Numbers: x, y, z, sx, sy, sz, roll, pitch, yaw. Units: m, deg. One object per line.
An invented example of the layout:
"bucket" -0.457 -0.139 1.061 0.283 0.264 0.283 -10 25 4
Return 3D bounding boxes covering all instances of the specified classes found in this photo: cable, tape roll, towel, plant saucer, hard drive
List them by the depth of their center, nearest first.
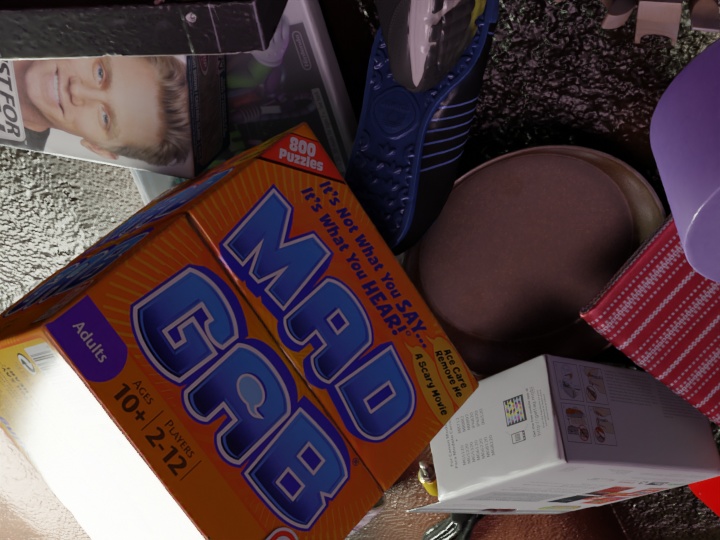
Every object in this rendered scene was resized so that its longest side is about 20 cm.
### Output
"tape roll" 0.282 -0.073 0.637 0.200 0.085 0.200 -7 152 -4
"hard drive" -0.138 -0.178 0.640 0.200 0.140 0.038 0 134 12
"plant saucer" 0.125 -0.008 0.786 0.200 0.035 0.201 -4 122 -7
"towel" 0.277 0.033 0.795 0.200 0.022 0.145 36 102 -21
"cable" 0.105 0.232 1.073 0.097 0.050 0.200 -7 147 -4

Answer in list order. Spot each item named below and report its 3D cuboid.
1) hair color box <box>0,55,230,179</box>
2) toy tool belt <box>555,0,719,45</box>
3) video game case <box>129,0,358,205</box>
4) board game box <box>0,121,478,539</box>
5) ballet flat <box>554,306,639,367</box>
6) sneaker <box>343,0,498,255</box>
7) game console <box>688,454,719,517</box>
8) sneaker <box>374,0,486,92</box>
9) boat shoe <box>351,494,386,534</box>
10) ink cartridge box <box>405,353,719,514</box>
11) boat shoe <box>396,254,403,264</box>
"hair color box" -0.192 -0.132 0.719 0.200 0.061 0.100 10 123 15
"toy tool belt" 0.162 -0.186 0.576 0.200 0.123 0.125 1 134 13
"video game case" -0.087 -0.091 0.752 0.182 0.023 0.200 -7 117 25
"board game box" -0.095 0.063 0.671 0.200 0.200 0.200 -15 114 54
"ballet flat" 0.161 0.056 0.860 0.200 0.057 0.067 -10 130 21
"sneaker" 0.040 -0.104 0.695 0.070 0.078 0.200 24 98 15
"game console" 0.409 0.180 0.913 0.172 0.119 0.200 43 157 12
"sneaker" 0.023 -0.204 0.612 0.084 0.074 0.200 12 114 29
"boat shoe" -0.061 0.195 1.045 0.200 0.074 0.065 29 129 -30
"ink cartridge box" 0.156 0.141 0.863 0.200 0.084 0.175 12 151 -39
"boat shoe" 0.000 0.000 0.824 0.073 0.065 0.200 22 135 -8
